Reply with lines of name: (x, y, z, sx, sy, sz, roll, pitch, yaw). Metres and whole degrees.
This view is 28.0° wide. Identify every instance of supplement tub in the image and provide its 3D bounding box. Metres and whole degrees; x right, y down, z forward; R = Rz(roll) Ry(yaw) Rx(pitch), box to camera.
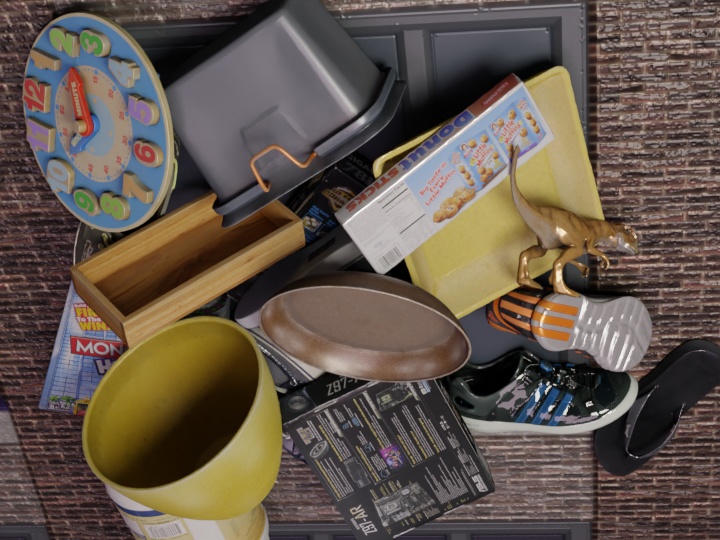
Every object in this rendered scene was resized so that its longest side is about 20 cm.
supplement tub: (-0.187, 0.268, 1.612, 0.143, 0.145, 0.201, -11, 126, 14)

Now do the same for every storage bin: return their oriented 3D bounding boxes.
storage bin: (-0.083, -0.150, 1.285, 0.199, 0.146, 0.135, -30, 110, 26)

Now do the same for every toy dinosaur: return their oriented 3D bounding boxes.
toy dinosaur: (0.175, -0.036, 1.329, 0.199, 0.107, 0.060, 19, 174, -42)

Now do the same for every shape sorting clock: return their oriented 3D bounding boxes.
shape sorting clock: (-0.243, -0.133, 1.311, 0.199, 0.039, 0.202, 17, 116, 40)

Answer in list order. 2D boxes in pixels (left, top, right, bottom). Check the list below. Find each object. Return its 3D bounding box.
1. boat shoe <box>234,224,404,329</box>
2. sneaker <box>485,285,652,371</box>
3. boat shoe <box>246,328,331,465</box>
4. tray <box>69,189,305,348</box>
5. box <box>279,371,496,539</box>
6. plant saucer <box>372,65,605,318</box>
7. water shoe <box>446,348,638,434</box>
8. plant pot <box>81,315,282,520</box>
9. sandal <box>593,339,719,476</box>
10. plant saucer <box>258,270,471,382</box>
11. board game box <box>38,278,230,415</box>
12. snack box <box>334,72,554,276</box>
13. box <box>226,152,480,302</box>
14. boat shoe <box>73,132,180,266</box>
boat shoe: (-0.032, 0.009, 1.386, 0.199, 0.070, 0.066, -35, 115, 20)
sneaker: (0.203, 0.042, 1.442, 0.199, 0.112, 0.078, 19, 92, -44)
boat shoe: (-0.074, 0.134, 1.510, 0.093, 0.075, 0.200, -50, 122, -8)
tray: (-0.160, -0.012, 1.347, 0.199, 0.098, 0.037, -32, 139, -24)
box: (0.030, 0.183, 1.497, 0.159, 0.044, 0.201, -26, 121, 8)
plant saucer: (0.115, -0.073, 1.335, 0.199, 0.048, 0.201, -27, 126, -9)
water shoe: (0.187, 0.123, 1.503, 0.198, 0.072, 0.079, -9, 129, 13)
plant pot: (-0.155, 0.167, 1.439, 0.198, 0.201, 0.142, -16, 137, 18)
sandal: (0.311, 0.152, 1.531, 0.076, 0.043, 0.201, 23, 127, -12)
plant saucer: (0.005, 0.049, 1.333, 0.198, 0.032, 0.201, 7, 152, 4)
board game box: (-0.239, 0.066, 1.513, 0.198, 0.062, 0.201, 7, 129, 1)
snack box: (0.075, -0.083, 1.265, 0.199, 0.024, 0.072, -38, 126, -1)
box: (0.000, 0.000, 1.442, 0.199, 0.050, 0.199, 31, 124, -17)
boat shoe: (-0.228, -0.048, 1.387, 0.072, 0.060, 0.203, 20, 110, -16)
